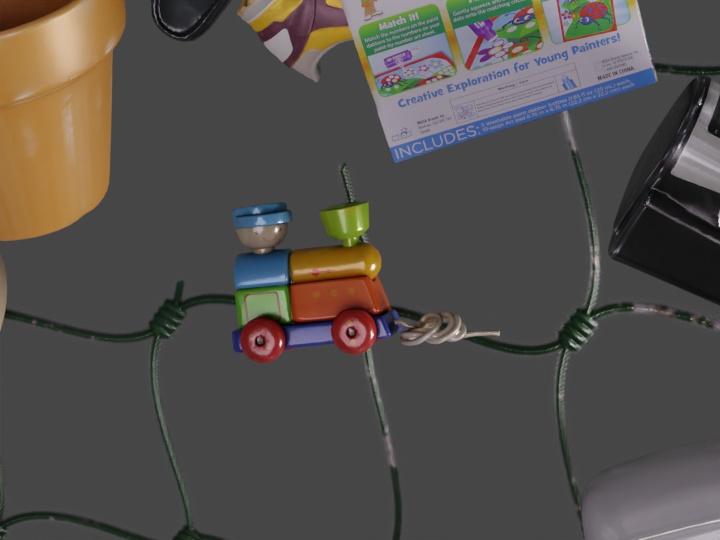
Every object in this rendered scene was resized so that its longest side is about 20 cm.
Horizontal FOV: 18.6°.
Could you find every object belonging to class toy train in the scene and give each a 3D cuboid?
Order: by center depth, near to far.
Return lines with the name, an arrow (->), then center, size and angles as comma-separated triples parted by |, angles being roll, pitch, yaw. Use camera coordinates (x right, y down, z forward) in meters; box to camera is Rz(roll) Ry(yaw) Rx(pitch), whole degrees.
toy train -> 0.000, 0.000, 1.635 | 0.199, 0.085, 0.116 | -6, 95, 13

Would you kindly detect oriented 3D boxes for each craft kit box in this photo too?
craft kit box -> 0.086, -0.191, 1.517 | 0.199, 0.049, 0.198 | -16, 126, 4

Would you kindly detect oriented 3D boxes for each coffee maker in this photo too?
coffee maker -> 0.279, -0.015, 1.541 | 0.199, 0.135, 0.193 | 26, 113, 1

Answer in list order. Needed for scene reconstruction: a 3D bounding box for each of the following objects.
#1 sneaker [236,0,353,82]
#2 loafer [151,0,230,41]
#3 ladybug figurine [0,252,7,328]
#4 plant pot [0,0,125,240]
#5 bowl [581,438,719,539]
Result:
sneaker -> 0.009, -0.219, 1.559 | 0.200, 0.075, 0.090 | -37, 110, 25
loafer -> -0.104, -0.253, 1.562 | 0.068, 0.070, 0.201 | 25, 112, 1
ladybug figurine -> -0.354, 0.040, 1.714 | 0.135, 0.072, 0.201 | 28, 112, 0
plant pot -> -0.258, -0.130, 1.582 | 0.199, 0.201, 0.184 | -1, 124, 11
bowl -> 0.272, 0.234, 1.666 | 0.199, 0.075, 0.201 | -14, 106, 17
